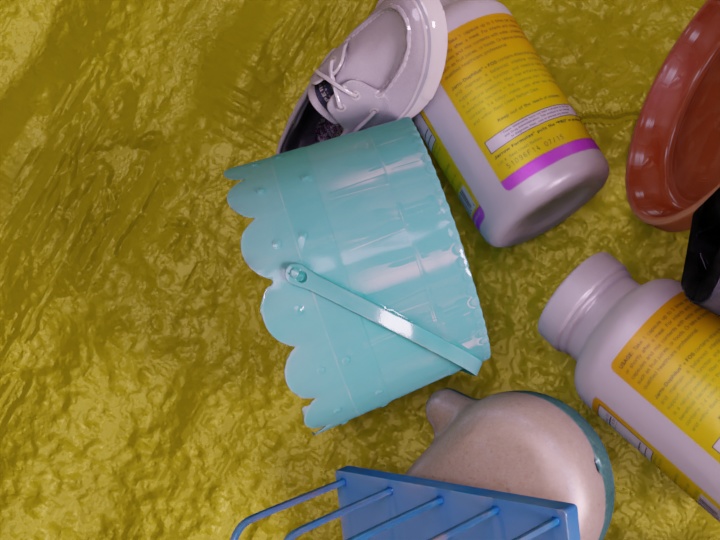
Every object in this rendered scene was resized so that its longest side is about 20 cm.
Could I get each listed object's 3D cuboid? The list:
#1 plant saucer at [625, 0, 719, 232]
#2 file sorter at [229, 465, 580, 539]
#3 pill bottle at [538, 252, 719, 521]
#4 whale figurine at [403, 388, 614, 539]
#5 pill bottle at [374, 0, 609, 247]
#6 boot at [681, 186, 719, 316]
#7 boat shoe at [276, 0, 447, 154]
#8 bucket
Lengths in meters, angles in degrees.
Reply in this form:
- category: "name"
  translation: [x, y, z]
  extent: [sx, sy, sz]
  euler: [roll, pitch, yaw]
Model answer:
- category: "plant saucer"
  translation: [0.247, -0.117, 0.792]
  extent: [0.032, 0.200, 0.202]
  euler: [24, 86, -12]
- category: "file sorter"
  translation: [0.027, 0.218, 0.743]
  extent: [0.199, 0.122, 0.140]
  euler: [0, 100, 45]
- category: "pill bottle"
  translation: [0.216, 0.077, 0.789]
  extent: [0.200, 0.104, 0.104]
  euler: [42, 92, 24]
- category: "whale figurine"
  translation: [0.086, 0.160, 0.836]
  extent: [0.199, 0.103, 0.160]
  euler: [-25, 78, 33]
- category: "pill bottle"
  translation: [0.089, -0.125, 0.868]
  extent: [0.104, 0.104, 0.201]
  euler: [-31, 75, 6]
- category: "boot"
  translation: [0.279, 0.050, 0.686]
  extent: [0.199, 0.165, 0.066]
  euler: [33, 123, -14]
- category: "boat shoe"
  translation: [-0.007, -0.128, 0.848]
  extent: [0.068, 0.200, 0.072]
  euler: [-19, 79, -33]
- category: "bucket"
  translation: [0.000, 0.000, 0.821]
  extent: [0.134, 0.207, 0.209]
  euler: [-19, 76, 1]
